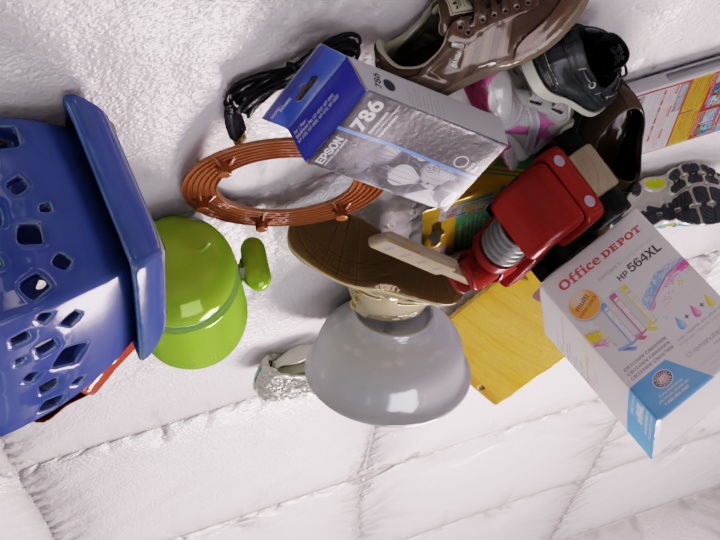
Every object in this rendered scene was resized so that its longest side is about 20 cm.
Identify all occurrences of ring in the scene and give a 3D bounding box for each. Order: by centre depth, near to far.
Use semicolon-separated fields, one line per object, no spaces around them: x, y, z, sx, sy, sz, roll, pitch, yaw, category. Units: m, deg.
-0.070;-0.075;1.302;0.197;0.020;0.201;-4;160;-1;ring

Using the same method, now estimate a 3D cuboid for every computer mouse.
-0.045;-0.126;1.249;0.139;0.046;0.200;-23;155;-1;computer mouse

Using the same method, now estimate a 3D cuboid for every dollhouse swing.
0.225;0.046;1.831;0.181;0.177;0.200;39;127;-15;dollhouse swing

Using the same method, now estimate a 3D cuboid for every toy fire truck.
0.128;-0.040;1.324;0.199;0.129;0.176;-32;171;-31;toy fire truck

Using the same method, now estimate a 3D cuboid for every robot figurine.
-0.172;0.023;1.364;0.173;0.117;0.201;-11;154;-3;robot figurine

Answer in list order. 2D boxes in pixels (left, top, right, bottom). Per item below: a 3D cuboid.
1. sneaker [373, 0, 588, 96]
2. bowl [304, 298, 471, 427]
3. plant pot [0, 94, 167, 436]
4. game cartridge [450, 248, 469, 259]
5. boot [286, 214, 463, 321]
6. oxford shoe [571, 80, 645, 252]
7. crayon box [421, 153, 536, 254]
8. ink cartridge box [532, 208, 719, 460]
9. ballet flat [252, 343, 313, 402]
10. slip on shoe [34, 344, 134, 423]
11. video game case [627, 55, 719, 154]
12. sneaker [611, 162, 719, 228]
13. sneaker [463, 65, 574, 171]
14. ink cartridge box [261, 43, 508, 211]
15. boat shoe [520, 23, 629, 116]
0.102;-0.209;1.175;0.199;0.071;0.075;-32;147;16;sneaker
0.035;0.083;1.608;0.198;0.202;0.091;-11;127;-21;bowl
-0.264;-0.011;1.135;0.178;0.202;0.201;-20;156;-17;plant pot
0.150;-0.016;1.543;0.132;0.041;0.200;-23;-176;-15;game cartridge
0.000;0.000;1.493;0.197;0.074;0.155;16;166;-14;boot
0.241;-0.089;1.398;0.072;0.085;0.203;-4;120;-17;oxford shoe
0.149;-0.085;1.484;0.197;0.052;0.126;-19;155;-7;crayon box
0.268;0.053;1.345;0.128;0.201;0.126;-37;156;-7;ink cartridge box
-0.039;0.117;1.729;0.197;0.073;0.072;-12;154;-20;ballet flat
-0.292;0.103;1.496;0.199;0.062;0.074;-31;152;17;slip on shoe
0.359;-0.181;1.499;0.197;0.018;0.143;-17;155;-10;video game case
0.358;-0.081;1.663;0.197;0.079;0.080;-7;171;-20;sneaker
0.149;-0.166;1.299;0.087;0.082;0.200;-27;163;10;sneaker
0.023;-0.119;1.194;0.198;0.040;0.100;17;135;-30;ink cartridge box
0.212;-0.191;1.263;0.066;0.076;0.198;-23;166;29;boat shoe
